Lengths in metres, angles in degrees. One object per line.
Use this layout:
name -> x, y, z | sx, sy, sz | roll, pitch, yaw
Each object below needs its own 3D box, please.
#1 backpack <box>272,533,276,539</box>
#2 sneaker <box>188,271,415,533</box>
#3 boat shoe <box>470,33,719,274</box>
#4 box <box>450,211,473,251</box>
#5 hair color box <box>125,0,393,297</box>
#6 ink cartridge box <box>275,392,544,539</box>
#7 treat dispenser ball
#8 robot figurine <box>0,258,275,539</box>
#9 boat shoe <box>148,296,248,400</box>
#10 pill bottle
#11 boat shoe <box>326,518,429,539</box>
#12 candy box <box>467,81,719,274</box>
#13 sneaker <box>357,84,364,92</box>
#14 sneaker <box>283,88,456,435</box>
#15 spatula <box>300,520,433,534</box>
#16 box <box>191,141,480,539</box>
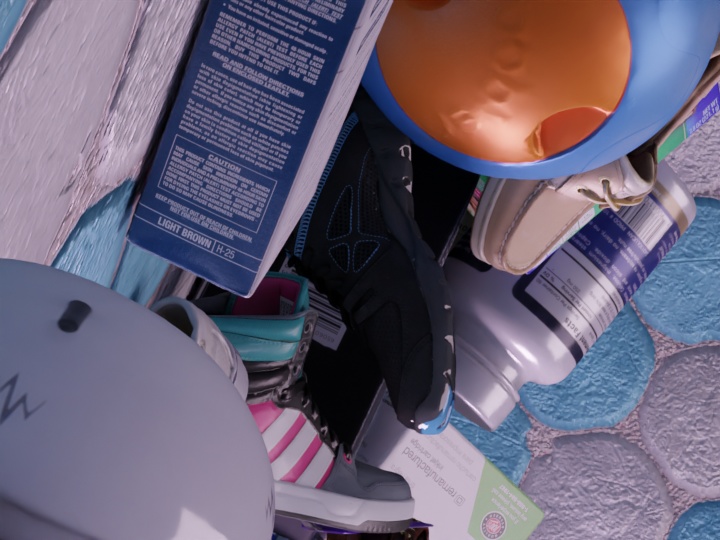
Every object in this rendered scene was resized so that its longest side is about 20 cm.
backpack -> -0.107, 0.231, 1.317 | 0.200, 0.167, 0.163 | -56, 159, -66
sneaker -> -0.040, 0.064, 1.270 | 0.083, 0.199, 0.121 | 11, -95, 48
boat shoe -> 0.137, -0.069, 1.363 | 0.074, 0.069, 0.200 | 2, 128, -54
box -> 0.068, -0.097, 1.702 | 0.097, 0.175, 0.201 | 32, 83, -87
hair color box -> -0.025, -0.100, 0.974 | 0.100, 0.060, 0.201 | -62, 176, -58
ink cartridge box -> 0.001, 0.186, 1.586 | 0.200, 0.145, 0.084 | -52, -143, -7
treat dispenser ball -> 0.086, -0.147, 1.249 | 0.201, 0.200, 0.202 | 25, 90, -88
robot figurine -> -0.102, 0.095, 0.568 | 0.150, 0.124, 0.201 | 23, -93, 51
boat shoe -> -0.117, 0.101, 1.107 | 0.201, 0.071, 0.070 | -60, 149, -22
pill bottle -> 0.117, 0.003, 1.591 | 0.200, 0.111, 0.111 | -50, 176, -7
boat shoe -> 0.019, 0.184, 1.414 | 0.200, 0.070, 0.071 | -99, -164, -73
candy box -> 0.125, -0.113, 1.447 | 0.169, 0.077, 0.200 | -41, 152, -7
sneaker -> 0.018, -0.126, 1.457 | 0.199, 0.080, 0.116 | 106, 7, -86
sneaker -> 0.000, 0.000, 1.293 | 0.073, 0.081, 0.201 | 92, -15, -61
spatula -> -0.053, 0.126, 1.357 | 0.056, 0.199, 0.021 | -3, -109, 58
box -> -0.034, 0.033, 1.457 | 0.197, 0.123, 0.201 | 114, 1, -70
